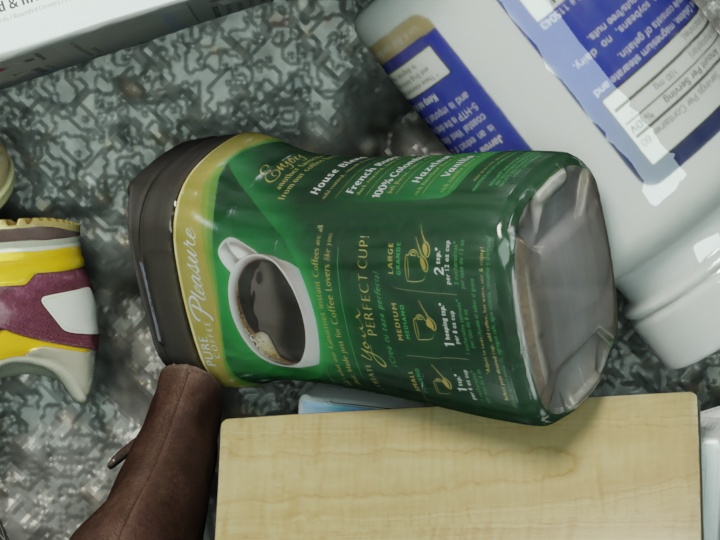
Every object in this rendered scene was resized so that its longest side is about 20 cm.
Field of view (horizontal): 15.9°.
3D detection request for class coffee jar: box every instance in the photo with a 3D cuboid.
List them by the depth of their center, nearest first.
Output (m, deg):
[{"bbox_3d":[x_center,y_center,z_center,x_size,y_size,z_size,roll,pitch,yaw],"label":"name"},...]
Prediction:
[{"bbox_3d":[0.000,0.000,1.049,0.199,0.085,0.105,6,119,32],"label":"coffee jar"}]

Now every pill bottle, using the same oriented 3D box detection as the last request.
[{"bbox_3d":[0.102,-0.063,1.077,0.120,0.120,0.200,-38,95,1],"label":"pill bottle"}]

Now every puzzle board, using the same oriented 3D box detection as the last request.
[{"bbox_3d":[0.037,0.126,1.019,0.199,0.017,0.151,-4,65,14],"label":"puzzle board"}]

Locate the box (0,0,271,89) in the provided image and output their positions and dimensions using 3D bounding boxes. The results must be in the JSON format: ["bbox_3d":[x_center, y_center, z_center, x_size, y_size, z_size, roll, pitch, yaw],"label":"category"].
[{"bbox_3d":[-0.078,-0.119,1.047,0.199,0.156,0.041,-19,92,0],"label":"box"}]

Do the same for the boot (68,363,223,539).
[{"bbox_3d":[-0.089,0.154,1.095,0.072,0.200,0.167,16,58,9],"label":"boot"}]

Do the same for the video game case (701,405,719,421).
[{"bbox_3d":[0.117,0.175,1.114,0.181,0.023,0.201,-19,95,19],"label":"video game case"}]

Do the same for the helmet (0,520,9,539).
[{"bbox_3d":[-0.231,0.138,1.027,0.200,0.200,0.191,44,122,-5],"label":"helmet"}]

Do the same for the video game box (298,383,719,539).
[{"bbox_3d":[0.062,0.154,1.090,0.181,0.047,0.201,5,102,14],"label":"video game box"}]

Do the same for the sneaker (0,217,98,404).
[{"bbox_3d":[-0.211,0.032,1.092,0.199,0.075,0.091,-9,89,-1],"label":"sneaker"}]

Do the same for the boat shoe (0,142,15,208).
[{"bbox_3d":[-0.231,-0.086,1.066,0.199,0.065,0.072,32,52,7],"label":"boat shoe"}]
